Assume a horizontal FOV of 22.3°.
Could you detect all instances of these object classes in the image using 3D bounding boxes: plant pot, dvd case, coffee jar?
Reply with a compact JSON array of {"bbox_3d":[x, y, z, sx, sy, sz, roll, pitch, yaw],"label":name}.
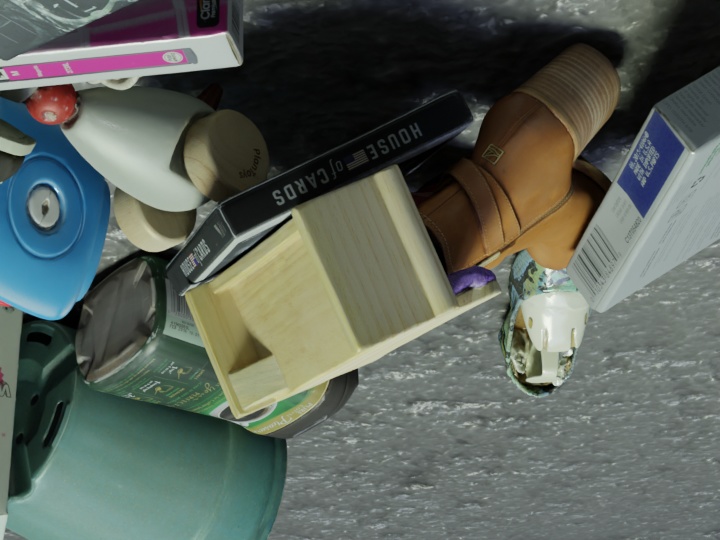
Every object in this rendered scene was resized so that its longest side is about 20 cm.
[{"bbox_3d":[-0.194,0.142,1.392,0.199,0.202,0.195,-21,143,37],"label":"plant pot"},{"bbox_3d":[-0.030,-0.041,1.046,0.149,0.025,0.200,-27,178,-16],"label":"dvd case"},{"bbox_3d":[-0.100,0.060,1.329,0.199,0.086,0.104,21,141,-39],"label":"coffee jar"}]

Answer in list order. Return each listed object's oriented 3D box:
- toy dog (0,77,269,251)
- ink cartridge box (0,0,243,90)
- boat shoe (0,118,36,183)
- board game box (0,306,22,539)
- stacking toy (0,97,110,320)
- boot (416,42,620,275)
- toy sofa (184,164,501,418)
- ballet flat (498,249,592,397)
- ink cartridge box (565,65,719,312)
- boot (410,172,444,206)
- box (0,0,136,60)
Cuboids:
[{"bbox_3d":[-0.132,-0.101,1.000,0.131,0.097,0.200,-9,140,23],"label":"toy dog"},{"bbox_3d":[-0.154,-0.136,0.879,0.198,0.096,0.037,-6,155,10],"label":"ink cartridge box"},{"bbox_3d":[-0.226,-0.064,0.959,0.071,0.061,0.201,27,178,-29],"label":"boat shoe"},{"bbox_3d":[-0.267,0.088,1.241,0.064,0.202,0.148,6,156,-12],"label":"board game box"},{"bbox_3d":[-0.260,-0.029,1.127,0.199,0.117,0.109,-6,156,38],"label":"stacking toy"},{"bbox_3d":[0.079,-0.027,1.065,0.073,0.155,0.201,35,155,24],"label":"boot"},{"bbox_3d":[-0.014,0.011,1.004,0.097,0.083,0.200,-22,175,-26],"label":"toy sofa"},{"bbox_3d":[0.139,0.038,1.317,0.073,0.075,0.200,-2,156,1],"label":"ballet flat"},{"bbox_3d":[0.225,-0.075,1.053,0.199,0.041,0.200,-28,161,-21],"label":"ink cartridge box"},{"bbox_3d":[0.000,0.000,1.174,0.199,0.073,0.144,-32,176,41],"label":"boot"},{"bbox_3d":[-0.136,-0.201,0.708,0.195,0.125,0.199,-19,150,31],"label":"box"}]
